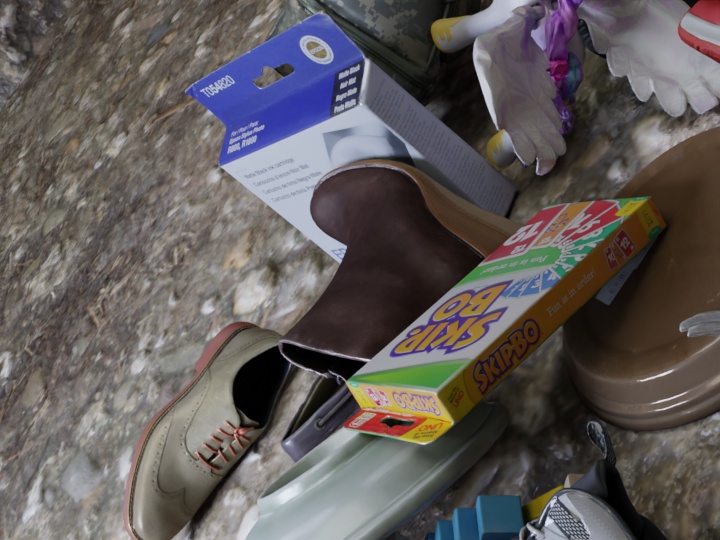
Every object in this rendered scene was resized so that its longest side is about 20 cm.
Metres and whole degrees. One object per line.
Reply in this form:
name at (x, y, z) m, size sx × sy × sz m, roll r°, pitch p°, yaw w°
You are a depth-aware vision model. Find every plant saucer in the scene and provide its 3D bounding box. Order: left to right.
plant saucer at (-0.006, 0.124, 0.810) m, size 0.200 × 0.050 × 0.200 m, roll -37°, pitch 0°, yaw 0°
plant saucer at (0.184, -0.004, 0.773) m, size 0.200 × 0.029 × 0.201 m, roll -41°, pitch 29°, yaw 28°

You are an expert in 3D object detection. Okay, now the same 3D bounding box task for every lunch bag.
lunch bag at (0.027, -0.215, 1.112) m, size 0.168 × 0.139 × 0.200 m, roll -57°, pitch 0°, yaw 19°

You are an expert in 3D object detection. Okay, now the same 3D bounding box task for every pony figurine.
pony figurine at (0.124, -0.149, 0.904) m, size 0.200 × 0.165 × 0.194 m, roll 118°, pitch 132°, yaw -66°

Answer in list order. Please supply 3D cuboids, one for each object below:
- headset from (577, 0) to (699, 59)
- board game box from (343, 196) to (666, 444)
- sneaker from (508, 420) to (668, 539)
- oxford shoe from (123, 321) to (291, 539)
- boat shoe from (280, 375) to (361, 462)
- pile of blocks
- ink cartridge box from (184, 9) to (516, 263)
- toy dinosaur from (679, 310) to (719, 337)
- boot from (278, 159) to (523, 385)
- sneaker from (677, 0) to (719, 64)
headset at (0.224, -0.236, 0.966) m, size 0.123 × 0.093 × 0.202 m, roll 19°, pitch 90°, yaw 60°
board game box at (0.077, 0.025, 0.777) m, size 0.200 × 0.030 × 0.095 m, roll -42°, pitch 19°, yaw -24°
sneaker at (0.082, 0.137, 0.650) m, size 0.199 × 0.078 × 0.141 m, roll 11°, pitch 79°, yaw 33°
oxford shoe at (-0.120, 0.129, 1.090) m, size 0.075 × 0.070 × 0.201 m, roll 4°, pitch 62°, yaw 55°
boat shoe at (0.009, 0.055, 0.960) m, size 0.072 × 0.065 × 0.201 m, roll -9°, pitch 49°, yaw 60°
pile of blocks at (0.052, 0.174, 0.720) m, size 0.200 × 0.082 × 0.062 m, roll -40°, pitch 34°, yaw 30°
ink cartridge box at (-0.018, -0.086, 1.021) m, size 0.199 × 0.200 × 0.041 m, roll -16°, pitch 40°, yaw 53°
toy dinosaur at (0.242, 0.059, 0.585) m, size 0.198 × 0.106 × 0.182 m, roll -8°, pitch 24°, yaw 7°
boot at (0.000, 0.000, 0.904) m, size 0.199 × 0.073 × 0.166 m, roll 18°, pitch 43°, yaw 39°
sneaker at (0.263, -0.145, 0.732) m, size 0.200 × 0.078 × 0.116 m, roll 36°, pitch 104°, yaw 52°
